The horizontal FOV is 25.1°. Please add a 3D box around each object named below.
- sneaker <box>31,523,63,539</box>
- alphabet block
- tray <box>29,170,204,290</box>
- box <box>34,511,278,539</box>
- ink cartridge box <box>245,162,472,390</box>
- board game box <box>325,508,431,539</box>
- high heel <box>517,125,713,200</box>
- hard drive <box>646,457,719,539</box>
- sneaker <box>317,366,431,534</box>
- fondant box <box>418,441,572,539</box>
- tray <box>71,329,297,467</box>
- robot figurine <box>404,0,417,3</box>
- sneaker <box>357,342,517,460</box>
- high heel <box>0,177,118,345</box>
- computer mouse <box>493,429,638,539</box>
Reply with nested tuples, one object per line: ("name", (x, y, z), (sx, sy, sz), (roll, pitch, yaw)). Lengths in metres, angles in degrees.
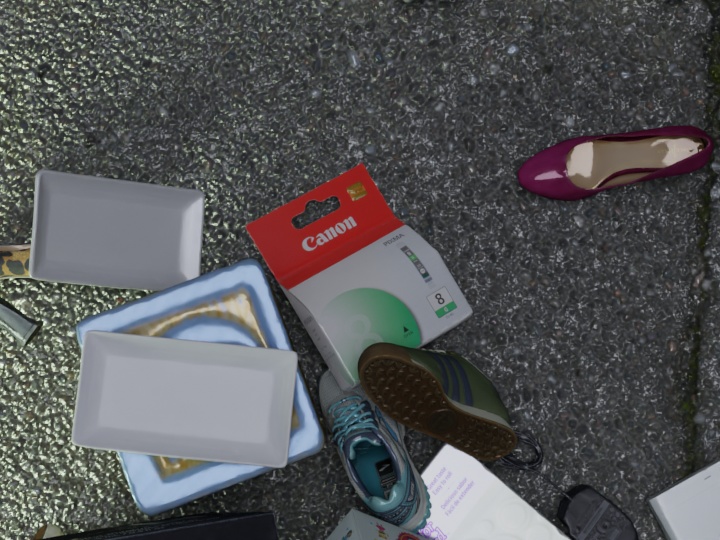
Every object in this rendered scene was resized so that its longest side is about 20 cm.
("sneaker", (-0.321, 0.360, 1.640), (0.084, 0.073, 0.202), (18, 84, -20))
("alphabet block", (-0.150, 0.117, 1.594), (0.194, 0.200, 0.198), (-18, 85, -4))
("tray", (-0.248, -0.037, 1.639), (0.199, 0.022, 0.109), (6, 87, -40))
("box", (-0.196, 0.301, 1.546), (0.195, 0.200, 0.119), (-5, 84, -24))
("ink cartridge box", (0.000, 0.000, 1.659), (0.160, 0.050, 0.201), (-29, 87, -26))
("board game box", (-0.002, 0.343, 1.573), (0.147, 0.064, 0.200), (26, 114, -29))
("high heel", (0.264, -0.118, 1.676), (0.198, 0.096, 0.068), (-12, 84, -2))
("hard drive", (0.401, 0.296, 1.672), (0.131, 0.026, 0.201), (-28, 85, -4))
("sneaker", (0.009, 0.167, 1.622), (0.077, 0.086, 0.201), (-33, 58, 4))
("fondant box", (0.121, 0.290, 1.652), (0.200, 0.058, 0.145), (39, 85, 4))
("tray", (-0.160, 0.118, 1.482), (0.198, 0.022, 0.108), (6, 85, -1))
("robot figurine", (0.064, -0.386, 1.692), (0.168, 0.113, 0.202), (-6, 84, -17))
("sneaker", (0.072, 0.114, 1.627), (0.199, 0.090, 0.067), (33, 117, -28))
("high heel", (-0.349, -0.042, 1.671), (0.142, 0.071, 0.201), (35, 90, 1))
("computer mouse", (0.204, 0.231, 1.676), (0.200, 0.034, 0.059), (40, 73, 10))
